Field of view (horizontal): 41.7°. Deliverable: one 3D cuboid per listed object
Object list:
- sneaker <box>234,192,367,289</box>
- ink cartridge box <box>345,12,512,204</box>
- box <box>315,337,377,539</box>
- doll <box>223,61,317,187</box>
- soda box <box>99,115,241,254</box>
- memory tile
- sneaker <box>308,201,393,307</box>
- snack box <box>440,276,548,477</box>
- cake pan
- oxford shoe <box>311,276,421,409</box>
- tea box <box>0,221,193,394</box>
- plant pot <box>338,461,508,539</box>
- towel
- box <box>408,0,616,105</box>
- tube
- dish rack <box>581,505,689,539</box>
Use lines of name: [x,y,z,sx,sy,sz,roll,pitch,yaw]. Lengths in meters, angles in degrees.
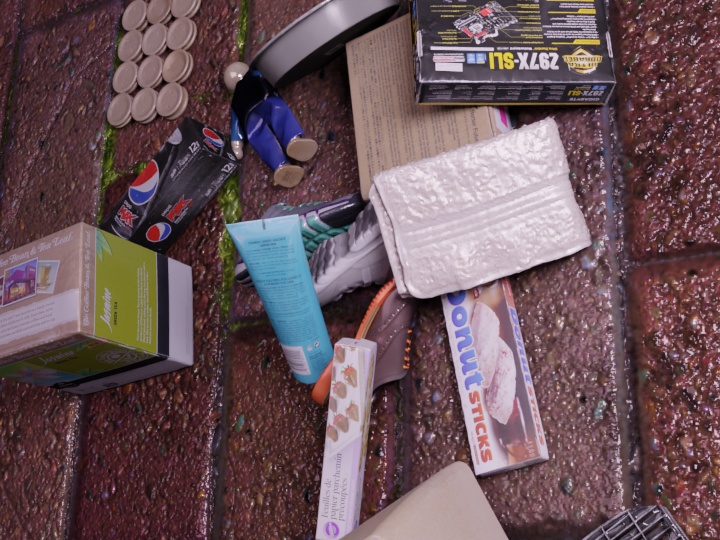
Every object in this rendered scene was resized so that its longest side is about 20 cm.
sneaker: [-0.072,-0.058,1.089,0.197,0.074,0.089,-27,57,25]
ink cartridge box: [0.075,-0.180,1.027,0.162,0.075,0.204,-17,65,26]
box: [-0.014,0.171,0.952,0.038,0.041,0.205,7,96,12]
doll: [-0.126,-0.192,1.179,0.138,0.048,0.201,-57,49,31]
soda box: [-0.246,-0.096,1.205,0.200,0.070,0.064,-46,55,20]
memory tile: [-0.294,-0.304,1.350,0.150,0.017,0.205,-5,71,32]
sneaker: [0.000,0.000,1.020,0.199,0.081,0.076,-37,27,39]
snack box: [0.129,0.094,0.932,0.071,0.024,0.204,-22,64,28]
cake pan: [-0.036,-0.270,1.076,0.198,0.200,0.037,-30,96,22]
oxford shoe: [0.032,0.072,0.989,0.072,0.071,0.202,36,99,14]
tea box: [-0.338,0.055,1.150,0.197,0.196,0.137,-17,66,28]
plant pot: [0.031,0.308,0.813,0.199,0.176,0.202,-37,69,18]
towel: [0.114,-0.057,0.920,0.196,0.034,0.135,-18,95,6]
box: [0.148,-0.247,0.952,0.195,0.049,0.163,-1,71,-3]
tube: [-0.074,0.030,0.987,0.076,0.203,0.051,-10,37,9]
dish rack: [0.246,0.305,0.770,0.153,0.054,0.202,-41,55,15]
